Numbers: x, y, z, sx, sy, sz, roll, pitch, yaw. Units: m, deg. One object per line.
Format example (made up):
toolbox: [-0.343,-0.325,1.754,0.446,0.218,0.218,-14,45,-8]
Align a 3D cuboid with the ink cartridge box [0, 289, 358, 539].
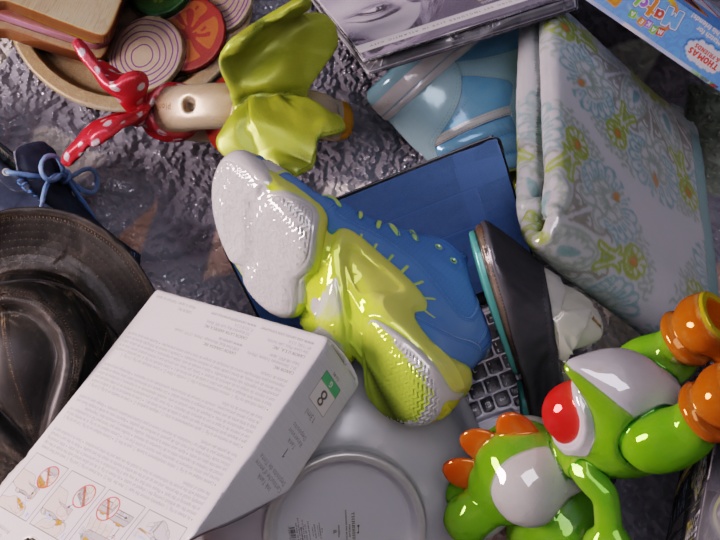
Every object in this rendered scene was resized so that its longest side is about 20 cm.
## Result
ink cartridge box: [-0.115,0.110,0.692,0.159,0.050,0.201,12,59,42]

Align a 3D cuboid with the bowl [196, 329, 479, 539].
bowl: [-0.012,0.142,0.746,0.197,0.090,0.205,-1,100,-5]

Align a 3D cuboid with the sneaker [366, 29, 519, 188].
sneaker: [0.109,-0.129,0.885,0.199,0.079,0.131,-38,94,-22]

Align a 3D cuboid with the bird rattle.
bird rattle: [-0.092,-0.099,0.821,0.197,0.162,0.115,-9,83,28]

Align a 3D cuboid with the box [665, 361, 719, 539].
box: [0.226,0.107,0.749,0.048,0.200,0.164,15,72,12]

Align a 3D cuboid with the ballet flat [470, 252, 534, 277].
ballet flat: [0.022,-0.016,0.848,0.196,0.067,0.065,-2,72,-11]

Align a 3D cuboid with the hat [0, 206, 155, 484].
hat: [-0.206,0.066,0.769,0.197,0.081,0.205,-2,100,-11]

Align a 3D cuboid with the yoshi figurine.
yoshi figurine: [0.138,0.106,0.674,0.199,0.112,0.113,-36,75,31]

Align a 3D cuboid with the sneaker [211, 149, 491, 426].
sneaker: [0.000,0.000,0.737,0.201,0.076,0.105,50,43,12]

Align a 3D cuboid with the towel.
towel: [0.166,-0.059,0.811,0.170,0.048,0.203,30,48,-32]

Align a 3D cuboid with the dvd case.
dvd case: [0.044,-0.200,0.860,0.146,0.016,0.201,-18,35,-8]

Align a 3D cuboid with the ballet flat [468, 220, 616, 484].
ballet flat: [0.118,0.057,0.750,0.072,0.073,0.203,-19,111,-8]

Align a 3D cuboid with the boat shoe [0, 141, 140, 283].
boat shoe: [-0.231,-0.060,0.836,0.198,0.084,0.069,31,86,4]

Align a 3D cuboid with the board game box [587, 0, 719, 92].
board game box: [0.183,-0.194,0.835,0.198,0.152,0.037,30,114,-19]

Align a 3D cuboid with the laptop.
laptop: [0.039,0.055,0.785,0.185,0.116,0.203,-21,76,3]

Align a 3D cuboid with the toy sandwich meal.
toy sandwich meal: [-0.175,-0.212,0.890,0.201,0.070,0.209,1,74,-2]
